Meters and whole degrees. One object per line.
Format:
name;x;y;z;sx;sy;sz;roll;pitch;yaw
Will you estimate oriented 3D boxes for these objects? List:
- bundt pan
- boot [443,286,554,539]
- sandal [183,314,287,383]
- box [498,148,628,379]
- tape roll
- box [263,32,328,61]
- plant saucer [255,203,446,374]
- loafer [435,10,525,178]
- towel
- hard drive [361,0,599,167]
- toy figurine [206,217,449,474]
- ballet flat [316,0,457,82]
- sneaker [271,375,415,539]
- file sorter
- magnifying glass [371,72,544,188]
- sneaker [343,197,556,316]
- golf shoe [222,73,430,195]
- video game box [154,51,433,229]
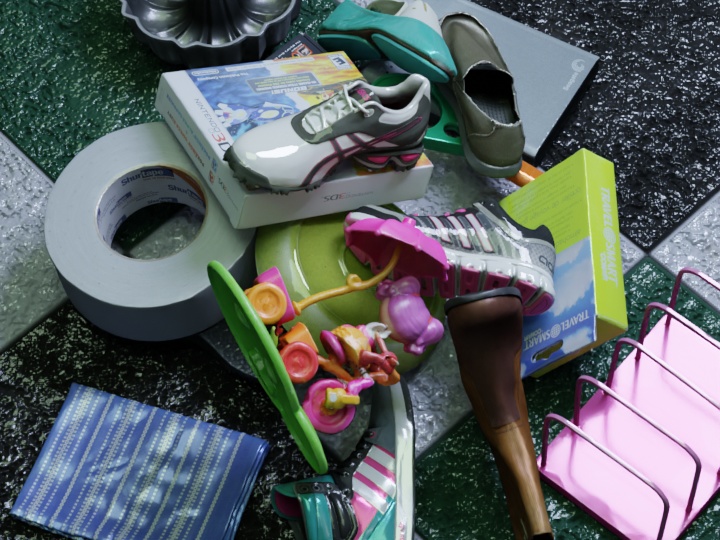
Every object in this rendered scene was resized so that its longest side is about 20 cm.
bundt pan;-0.150;-0.284;1.858;0.201;0.076;0.202;-2;59;3
boot;0.118;0.127;1.511;0.068;0.188;0.201;-9;68;-6
sandal;-0.124;0.054;1.675;0.200;0.048;0.075;26;64;32
box;0.181;0.003;1.641;0.048;0.122;0.200;22;53;-32
tape roll;-0.187;-0.037;1.667;0.200;0.066;0.201;-3;60;5
box;-0.077;-0.121;1.771;0.200;0.049;0.161;-38;67;-17
plant saucer;0.000;0.000;1.645;0.200;0.031;0.200;16;56;-25
loafer;0.120;-0.181;1.732;0.075;0.070;0.200;-4;53;-19
towel;-0.194;0.185;1.607;0.199;0.024;0.145;15;60;12
hard drive;0.120;-0.195;1.814;0.200;0.033;0.140;26;63;17
toy figurine;-0.002;0.041;1.523;0.184;0.150;0.200;-28;91;-11
ballet flat;0.034;-0.233;1.756;0.200;0.067;0.070;21;74;50
sneaker;-0.016;0.181;1.569;0.120;0.084;0.200;4;60;-5
file sorter;0.265;0.118;1.562;0.139;0.126;0.200;36;67;22
magnifying glass;0.095;-0.127;1.742;0.200;0.022;0.080;30;52;12
sneaker;0.086;-0.026;1.616;0.199;0.074;0.088;16;53;11
golf shoe;-0.028;-0.126;1.580;0.200;0.088;0.077;-15;53;-31
video game box;-0.062;-0.124;1.665;0.200;0.047;0.182;-11;50;-30
